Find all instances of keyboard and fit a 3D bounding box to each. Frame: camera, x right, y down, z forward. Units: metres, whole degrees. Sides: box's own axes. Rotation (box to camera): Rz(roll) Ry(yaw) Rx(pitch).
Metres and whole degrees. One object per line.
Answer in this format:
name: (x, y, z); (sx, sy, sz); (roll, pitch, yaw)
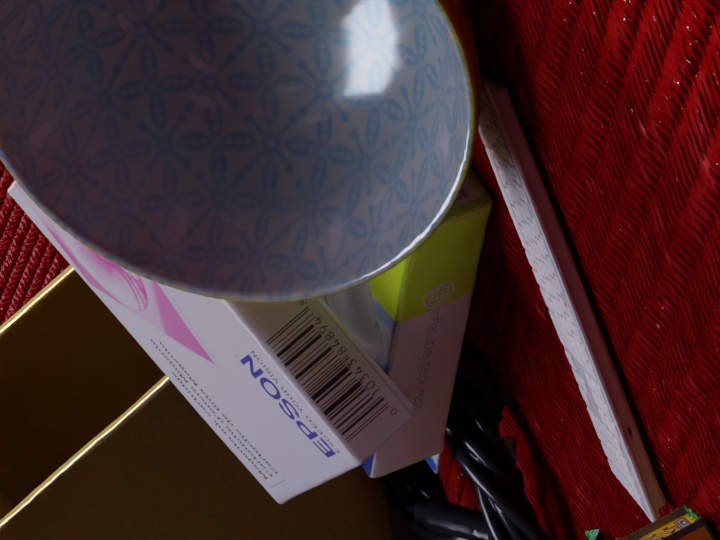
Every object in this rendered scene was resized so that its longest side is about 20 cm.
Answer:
keyboard: (0.078, 0.007, 1.143); (0.200, 0.011, 0.056); (68, 170, -20)

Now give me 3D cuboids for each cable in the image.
cable: (0.048, 0.094, 1.439); (0.163, 0.051, 0.200); (58, 165, 1)

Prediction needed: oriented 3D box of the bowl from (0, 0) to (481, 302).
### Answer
bowl: (-0.042, -0.097, 1.113); (0.108, 0.200, 0.201); (-70, -32, -50)

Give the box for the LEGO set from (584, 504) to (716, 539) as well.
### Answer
LEGO set: (0.118, 0.204, 1.126); (0.200, 0.116, 0.154); (61, 170, 14)

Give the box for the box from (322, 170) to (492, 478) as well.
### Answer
box: (0.000, 0.000, 1.294); (0.122, 0.048, 0.200); (54, 153, 31)

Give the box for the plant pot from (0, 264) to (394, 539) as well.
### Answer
plant pot: (-0.092, 0.112, 1.529); (0.200, 0.195, 0.194); (48, 180, -26)

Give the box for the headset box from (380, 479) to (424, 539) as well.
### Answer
headset box: (-0.047, 0.075, 1.738); (0.200, 0.093, 0.174); (51, 164, 51)

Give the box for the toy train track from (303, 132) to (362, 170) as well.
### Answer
toy train track: (-0.070, -0.077, 1.231); (0.200, 0.033, 0.115); (33, 169, 37)

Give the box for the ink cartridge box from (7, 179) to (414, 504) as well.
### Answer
ink cartridge box: (-0.077, 0.017, 1.298); (0.196, 0.043, 0.200); (49, 159, -1)
